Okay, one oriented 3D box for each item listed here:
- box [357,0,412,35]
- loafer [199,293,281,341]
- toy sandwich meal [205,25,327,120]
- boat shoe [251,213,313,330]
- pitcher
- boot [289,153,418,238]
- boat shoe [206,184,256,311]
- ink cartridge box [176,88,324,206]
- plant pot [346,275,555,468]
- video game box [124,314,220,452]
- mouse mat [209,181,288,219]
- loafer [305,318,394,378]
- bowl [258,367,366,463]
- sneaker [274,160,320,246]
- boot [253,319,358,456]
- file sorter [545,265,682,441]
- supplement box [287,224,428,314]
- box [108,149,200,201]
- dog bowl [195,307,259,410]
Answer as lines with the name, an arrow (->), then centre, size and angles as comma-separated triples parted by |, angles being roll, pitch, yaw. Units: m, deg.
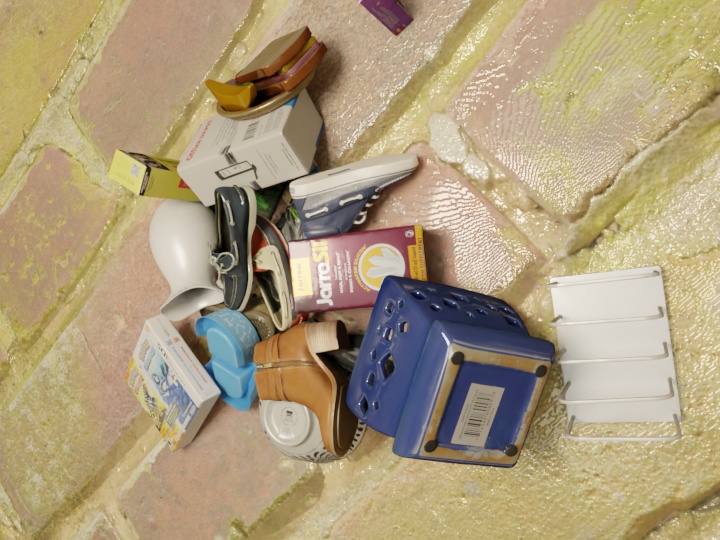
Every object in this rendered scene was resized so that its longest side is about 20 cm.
box -> -0.012, -0.453, 0.846 | 0.039, 0.137, 0.201 | -37, 76, 21
loafer -> -0.202, 0.080, 0.995 | 0.199, 0.067, 0.076 | 5, 123, 39
toy sandwich meal -> -0.153, -0.312, 0.901 | 0.204, 0.070, 0.206 | -18, 40, 15
boat shoe -> -0.145, 0.001, 0.920 | 0.071, 0.062, 0.201 | -34, 81, 47
pitcher -> -0.271, -0.031, 0.993 | 0.170, 0.121, 0.201 | -11, 63, -13
boot -> -0.003, -0.115, 0.880 | 0.199, 0.073, 0.091 | -15, 112, -1
boat shoe -> -0.201, -0.031, 0.885 | 0.075, 0.062, 0.201 | 31, 119, 45
ink cartridge box -> -0.173, -0.200, 0.919 | 0.199, 0.084, 0.147 | -13, 43, 24
plant pot -> 0.117, 0.136, 0.739 | 0.180, 0.199, 0.201 | -139, 63, -66
video game box -> -0.348, 0.207, 1.044 | 0.182, 0.047, 0.200 | 50, 131, 18
mouse mat -> -0.227, -0.155, 1.030 | 0.200, 0.008, 0.162 | 35, 106, 21
loafer -> 0.000, 0.130, 0.903 | 0.200, 0.068, 0.071 | 33, 94, 18
bowl -> -0.098, 0.229, 0.935 | 0.200, 0.094, 0.202 | 1, 92, 26
sneaker -> -0.103, -0.092, 0.938 | 0.082, 0.071, 0.201 | 5, 97, 19
boot -> -0.089, 0.177, 0.845 | 0.154, 0.077, 0.201 | -16, 70, 22
file sorter -> 0.315, 0.103, 0.719 | 0.138, 0.124, 0.201 | -8, 89, 26
supplement box -> 0.000, 0.000, 0.853 | 0.199, 0.086, 0.111 | -7, 88, 6
box -> -0.310, -0.153, 0.956 | 0.075, 0.200, 0.050 | 30, 104, 23
dog bowl -> -0.214, 0.146, 0.964 | 0.111, 0.050, 0.201 | 24, 133, 27
